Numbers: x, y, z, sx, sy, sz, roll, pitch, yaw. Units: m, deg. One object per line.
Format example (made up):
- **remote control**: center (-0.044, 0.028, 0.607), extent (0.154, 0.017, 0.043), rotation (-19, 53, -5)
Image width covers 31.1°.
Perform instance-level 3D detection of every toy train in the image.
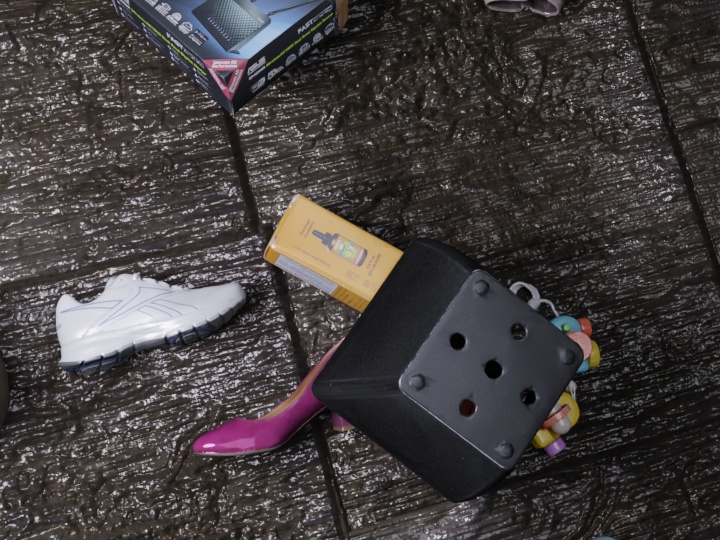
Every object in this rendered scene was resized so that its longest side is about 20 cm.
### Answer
- **toy train**: center (0.177, 0.113, 1.378), extent (0.149, 0.056, 0.201), rotation (30, 74, -5)

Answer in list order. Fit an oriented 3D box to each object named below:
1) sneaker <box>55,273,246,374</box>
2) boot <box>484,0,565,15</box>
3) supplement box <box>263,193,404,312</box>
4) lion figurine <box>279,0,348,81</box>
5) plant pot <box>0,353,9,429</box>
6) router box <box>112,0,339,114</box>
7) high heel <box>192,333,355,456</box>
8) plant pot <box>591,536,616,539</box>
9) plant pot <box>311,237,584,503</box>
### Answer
- **sneaker**: center (-0.213, 0.039, 1.303), extent (0.198, 0.075, 0.088), rotation (-15, 77, -15)
- **boot**: center (0.154, -0.372, 1.472), extent (0.198, 0.070, 0.148), rotation (8, 79, -10)
- **supplement box**: center (0.000, 0.000, 1.359), extent (0.199, 0.069, 0.067), rotation (30, 74, -7)
- **lion figurine**: center (-0.113, -0.274, 1.392), extent (0.198, 0.073, 0.124), rotation (10, 69, -6)
- **plant pot**: center (-0.422, 0.102, 1.176), extent (0.185, 0.200, 0.189), rotation (2, 78, -11)
- **router box**: center (-0.141, -0.274, 1.328), extent (0.150, 0.062, 0.200), rotation (-41, 65, -18)
- **high heel**: center (-0.082, 0.128, 1.312), extent (0.198, 0.067, 0.097), rotation (-11, 90, -29)
- **plant pot**: center (0.194, 0.368, 1.265), extent (0.195, 0.200, 0.202), rotation (-20, 83, -23)
- **plant pot**: center (0.099, 0.094, 1.243), extent (0.199, 0.177, 0.200), rotation (38, 78, -7)
